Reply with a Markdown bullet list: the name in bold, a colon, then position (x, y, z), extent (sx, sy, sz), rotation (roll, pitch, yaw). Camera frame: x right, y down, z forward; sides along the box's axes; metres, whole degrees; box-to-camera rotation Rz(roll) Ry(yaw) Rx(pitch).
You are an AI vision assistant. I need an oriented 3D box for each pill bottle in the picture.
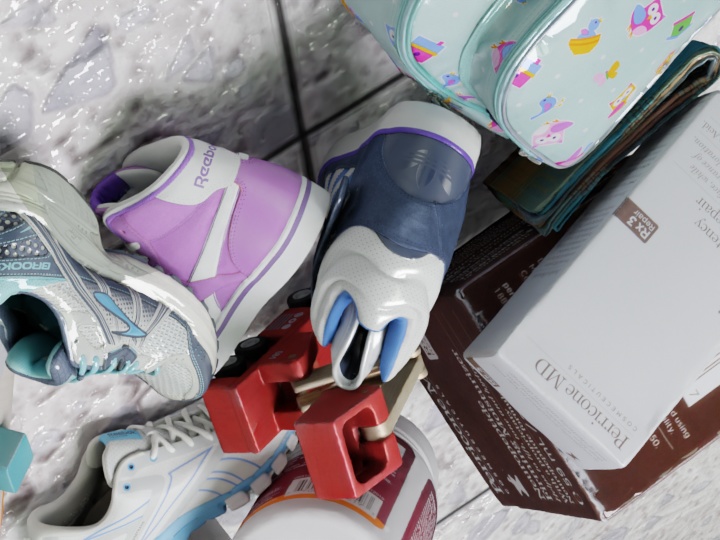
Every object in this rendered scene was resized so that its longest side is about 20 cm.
- **pill bottle**: position (-0.012, 0.165, 1.316), extent (0.114, 0.114, 0.200), rotation (-57, 179, 20)

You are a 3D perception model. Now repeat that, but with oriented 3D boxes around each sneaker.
- **sneaker**: position (-0.120, 0.118, 1.262), extent (0.200, 0.075, 0.087), rotation (-43, 131, -13)
- **sneaker**: position (0.000, 0.000, 1.149), extent (0.200, 0.080, 0.147), rotation (136, -23, -70)
- **sneaker**: position (-0.151, 0.029, 1.080), extent (0.200, 0.077, 0.087), rotation (43, 48, -43)
- **sneaker**: position (-0.104, -0.012, 1.147), extent (0.114, 0.073, 0.201), rotation (22, 141, -13)

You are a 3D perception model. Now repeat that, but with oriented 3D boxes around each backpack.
- **backpack**: position (0.088, -0.161, 1.099), extent (0.176, 0.154, 0.200), rotation (-46, 141, 14)

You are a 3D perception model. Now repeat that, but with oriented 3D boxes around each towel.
- **towel**: position (0.143, -0.087, 1.241), extent (0.147, 0.022, 0.200), rotation (-44, -171, 2)

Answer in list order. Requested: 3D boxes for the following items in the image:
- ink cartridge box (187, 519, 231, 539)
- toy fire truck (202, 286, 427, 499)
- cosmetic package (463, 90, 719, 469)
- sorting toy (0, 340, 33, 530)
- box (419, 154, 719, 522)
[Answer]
- **ink cartridge box**: position (-0.139, 0.277, 1.343), extent (0.200, 0.147, 0.086), rotation (-51, 145, 12)
- **toy fire truck**: position (-0.013, 0.063, 1.196), extent (0.200, 0.140, 0.049), rotation (-42, 120, -50)
- **cosmetic package**: position (0.162, 0.006, 1.154), extent (0.200, 0.102, 0.074), rotation (-50, -173, -13)
- **sorting toy**: position (-0.243, 0.073, 1.077), extent (0.199, 0.107, 0.181), rotation (-1, 110, -46)
- **box**: position (0.139, 0.041, 1.285), extent (0.164, 0.166, 0.200), rotation (-35, -176, -14)
